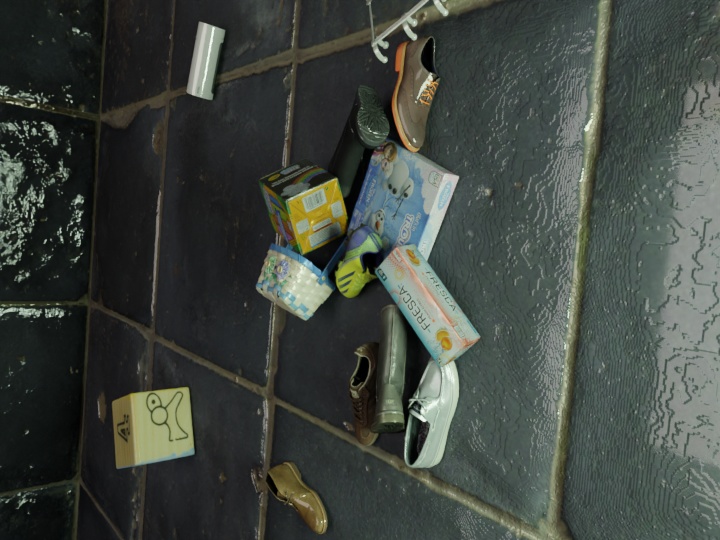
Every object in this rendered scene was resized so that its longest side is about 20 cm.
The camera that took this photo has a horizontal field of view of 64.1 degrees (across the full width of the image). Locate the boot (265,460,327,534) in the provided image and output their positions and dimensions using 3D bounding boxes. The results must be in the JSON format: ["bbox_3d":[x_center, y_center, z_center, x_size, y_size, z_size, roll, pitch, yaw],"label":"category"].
[{"bbox_3d":[-0.145,0.510,1.275,0.199,0.074,0.076,35,112,43],"label":"boot"}]

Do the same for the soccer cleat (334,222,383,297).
[{"bbox_3d":[-0.001,0.000,1.097,0.084,0.064,0.203,46,148,23],"label":"soccer cleat"}]

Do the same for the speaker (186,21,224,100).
[{"bbox_3d":[-0.452,-0.612,1.678,0.080,0.079,0.206,31,111,45],"label":"speaker"}]

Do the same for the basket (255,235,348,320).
[{"bbox_3d":[-0.120,-0.012,1.233,0.174,0.139,0.203,15,66,47],"label":"basket"}]

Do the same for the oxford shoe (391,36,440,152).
[{"bbox_3d":[0.102,-0.317,1.024,0.071,0.070,0.208,-6,83,44],"label":"oxford shoe"}]

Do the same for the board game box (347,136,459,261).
[{"bbox_3d":[0.071,-0.120,1.070,0.198,0.042,0.206,39,118,42],"label":"board game box"}]

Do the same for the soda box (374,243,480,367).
[{"bbox_3d":[0.111,0.056,0.968,0.069,0.063,0.203,-46,68,33],"label":"soda box"}]

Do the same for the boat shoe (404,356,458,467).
[{"bbox_3d":[0.115,0.242,0.981,0.069,0.070,0.208,17,101,47],"label":"boat shoe"}]

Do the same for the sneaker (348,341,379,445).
[{"bbox_3d":[0.002,0.239,1.111,0.069,0.074,0.208,12,97,48],"label":"sneaker"}]

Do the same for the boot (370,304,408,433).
[{"bbox_3d":[0.053,0.185,1.048,0.183,0.070,0.207,104,164,-65],"label":"boot"}]

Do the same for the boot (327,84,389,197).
[{"bbox_3d":[-0.013,-0.224,1.109,0.168,0.064,0.202,-90,22,-43],"label":"boot"}]

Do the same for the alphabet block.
[{"bbox_3d":[-0.638,0.483,1.766,0.194,0.191,0.207,-23,70,44],"label":"alphabet block"}]

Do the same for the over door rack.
[{"bbox_3d":[0.078,-0.487,1.046,0.145,0.066,0.205,-29,53,27],"label":"over door rack"}]

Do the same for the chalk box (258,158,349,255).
[{"bbox_3d":[-0.127,-0.143,1.205,0.199,0.122,0.127,39,149,52],"label":"chalk box"}]
